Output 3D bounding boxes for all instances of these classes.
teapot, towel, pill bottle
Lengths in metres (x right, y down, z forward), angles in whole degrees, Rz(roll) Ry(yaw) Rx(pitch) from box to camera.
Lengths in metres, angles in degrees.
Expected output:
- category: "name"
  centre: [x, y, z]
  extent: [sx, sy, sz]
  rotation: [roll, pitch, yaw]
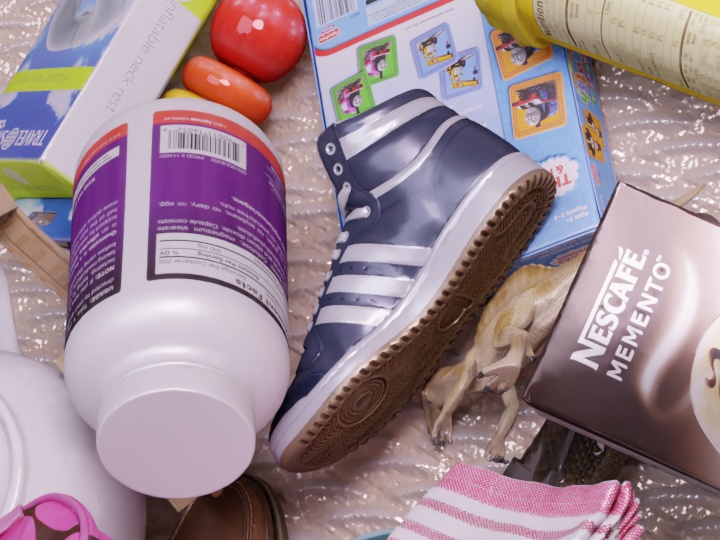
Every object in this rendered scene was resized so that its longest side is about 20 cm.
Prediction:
- category: "teapot"
  centre: [-0.212, 0.116, 1.465]
  extent: [0.197, 0.146, 0.200]
  rotation: [-41, 61, -3]
- category: "towel"
  centre: [0.025, 0.161, 1.319]
  extent: [0.200, 0.030, 0.146]
  rotation: [-43, 24, -28]
- category: "pill bottle"
  centre: [-0.091, 0.014, 1.426]
  extent: [0.112, 0.112, 0.201]
  rotation: [-27, 39, 22]

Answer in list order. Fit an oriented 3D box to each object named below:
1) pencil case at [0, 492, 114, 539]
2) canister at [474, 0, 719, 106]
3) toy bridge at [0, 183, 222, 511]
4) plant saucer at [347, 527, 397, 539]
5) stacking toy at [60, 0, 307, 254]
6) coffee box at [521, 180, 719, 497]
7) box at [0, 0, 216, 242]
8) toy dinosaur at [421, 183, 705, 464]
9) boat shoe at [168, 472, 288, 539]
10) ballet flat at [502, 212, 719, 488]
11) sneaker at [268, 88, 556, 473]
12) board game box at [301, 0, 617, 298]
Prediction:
- category: "pencil case"
  centre: [-0.099, 0.170, 1.374]
  extent: [0.091, 0.200, 0.094]
  rotation: [-37, 46, 20]
- category: "canister"
  centre: [0.176, -0.156, 1.410]
  extent: [0.199, 0.087, 0.149]
  rotation: [24, 78, 27]
- category: "toy bridge"
  centre: [-0.136, 0.039, 1.494]
  extent: [0.027, 0.067, 0.200]
  rotation: [-38, 92, 15]
- category: "plant saucer"
  centre: [0.021, 0.229, 1.416]
  extent: [0.199, 0.036, 0.201]
  rotation: [-13, 67, 32]
- category: "stacking toy"
  centre: [-0.094, -0.067, 1.568]
  extent: [0.085, 0.085, 0.201]
  rotation: [26, 88, 36]
- category: "coffee box"
  centre: [0.188, 0.053, 1.306]
  extent: [0.199, 0.080, 0.114]
  rotation: [24, 87, 11]
- category: "box"
  centre: [-0.148, -0.112, 1.590]
  extent: [0.122, 0.048, 0.201]
  rotation: [3, 59, 61]
- category: "toy dinosaur"
  centre: [0.085, 0.028, 1.407]
  extent: [0.200, 0.058, 0.101]
  rotation: [-42, 27, 26]
- category: "boat shoe"
  centre: [-0.092, 0.198, 1.484]
  extent: [0.072, 0.068, 0.201]
  rotation: [3, 74, 36]
- category: "ballet flat"
  centre: [0.129, 0.063, 1.411]
  extent: [0.201, 0.046, 0.067]
  rotation: [-59, 26, -5]
- category: "sneaker"
  centre: [0.000, 0.000, 1.450]
  extent: [0.108, 0.070, 0.200]
  rotation: [41, 95, 25]
- category: "board game box"
  centre: [0.052, -0.083, 1.510]
  extent: [0.151, 0.037, 0.201]
  rotation: [-21, 63, 25]
